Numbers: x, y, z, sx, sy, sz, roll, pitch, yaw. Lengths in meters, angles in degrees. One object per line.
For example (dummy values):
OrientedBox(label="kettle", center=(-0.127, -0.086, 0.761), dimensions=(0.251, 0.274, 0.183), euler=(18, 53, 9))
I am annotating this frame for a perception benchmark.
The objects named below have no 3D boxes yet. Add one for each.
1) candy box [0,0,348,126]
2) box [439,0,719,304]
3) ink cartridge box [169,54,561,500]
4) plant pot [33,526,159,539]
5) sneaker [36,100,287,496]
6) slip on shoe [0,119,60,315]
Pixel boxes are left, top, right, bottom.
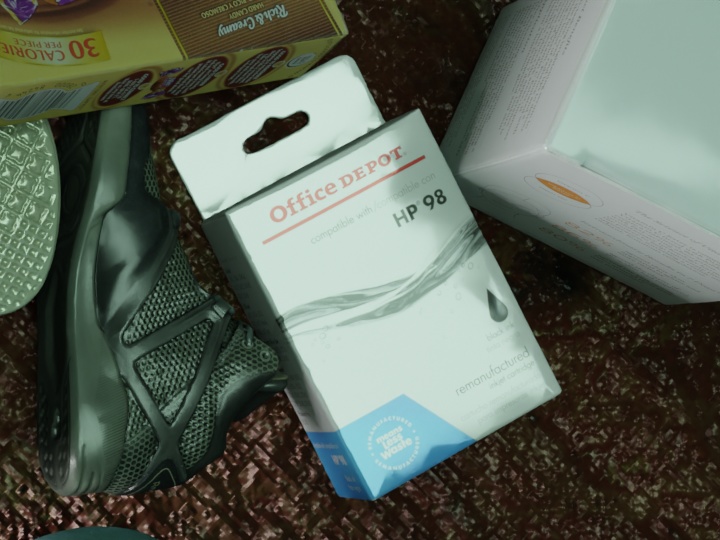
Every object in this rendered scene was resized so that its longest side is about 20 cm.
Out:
OrientedBox(label="candy box", center=(-0.114, -0.141, 1.211), dimensions=(0.199, 0.056, 0.117), euler=(-12, 76, -34))
OrientedBox(label="box", center=(0.142, -0.064, 1.242), dimensions=(0.152, 0.200, 0.107), euler=(27, 81, -12))
OrientedBox(label="ink cartridge box", center=(0.000, 0.000, 1.270), dimensions=(0.115, 0.067, 0.201), euler=(-29, 95, -13))
OrientedBox(label="plant pot", center=(-0.123, 0.200, 1.183), dimensions=(0.199, 0.201, 0.135), euler=(-3, 52, -14))
OrientedBox(label="sneaker", center=(-0.098, 0.010, 1.244), dimensions=(0.114, 0.076, 0.201), euler=(3, 78, -28))
OrientedBox(label="slip on shoe", center=(-0.193, -0.077, 1.227), dimensions=(0.074, 0.061, 0.201), euler=(-15, 88, -20))
